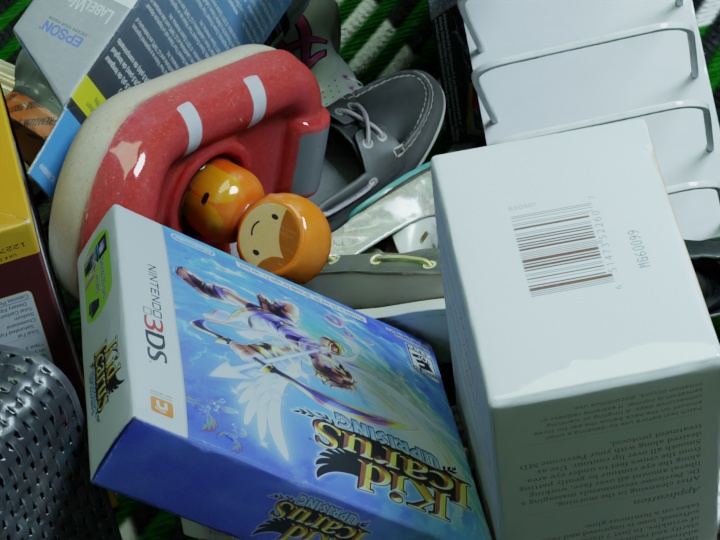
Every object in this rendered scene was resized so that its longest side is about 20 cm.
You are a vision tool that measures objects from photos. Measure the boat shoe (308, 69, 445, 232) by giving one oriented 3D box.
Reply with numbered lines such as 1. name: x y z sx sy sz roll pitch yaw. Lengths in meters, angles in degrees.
1. boat shoe: -0.027 -0.056 1.303 0.200 0.057 0.067 -42 68 -7

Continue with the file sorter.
1. file sorter: 0.130 -0.114 1.237 0.138 0.125 0.201 -12 76 9

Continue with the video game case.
1. video game case: -0.039 0.066 1.046 0.199 0.046 0.182 24 27 -23

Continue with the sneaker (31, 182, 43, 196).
1. sneaker: -0.280 -0.073 1.424 0.199 0.080 0.074 -22 35 -17

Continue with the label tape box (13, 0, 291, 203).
1. label tape box: -0.131 -0.119 1.214 0.063 0.144 0.200 27 76 23

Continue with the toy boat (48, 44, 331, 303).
1. toy boat: -0.073 -0.034 1.171 0.130 0.131 0.200 30 38 28

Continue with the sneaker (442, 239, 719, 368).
1. sneaker: 0.141 0.018 1.207 0.199 0.060 0.104 -10 4 37

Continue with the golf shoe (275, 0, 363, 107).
1. golf shoe: -0.030 -0.110 1.419 0.092 0.073 0.200 3 48 11

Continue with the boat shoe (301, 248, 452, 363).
1. boat shoe: 0.037 0.016 1.173 0.201 0.072 0.061 -6 58 28

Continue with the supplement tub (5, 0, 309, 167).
1. supplement tub: -0.134 -0.141 1.358 0.122 0.123 0.200 25 70 39

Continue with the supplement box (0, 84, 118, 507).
1. supplement box: -0.234 0.018 1.187 0.132 0.201 0.197 -16 37 -7

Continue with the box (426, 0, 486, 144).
1. box: 0.117 -0.195 1.435 0.114 0.133 0.200 -2 37 12

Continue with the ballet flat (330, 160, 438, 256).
1. ballet flat: 0.000 0.000 1.283 0.200 0.068 0.062 -30 68 -19

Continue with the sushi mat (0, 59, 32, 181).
1. sushi mat: -0.218 -0.095 1.417 0.199 0.012 0.096 23 47 2

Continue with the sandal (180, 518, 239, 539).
1. sandal: -0.064 0.118 1.117 0.082 0.050 0.203 -42 37 4

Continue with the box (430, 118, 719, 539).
1. box: 0.104 0.055 1.027 0.106 0.200 0.153 -11 50 -1

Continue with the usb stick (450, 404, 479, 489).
1. usb stick: 0.067 0.092 1.152 0.199 0.033 0.056 -17 43 -8

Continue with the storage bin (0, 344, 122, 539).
1. storage bin: -0.195 0.134 1.022 0.135 0.201 0.094 9 42 25
